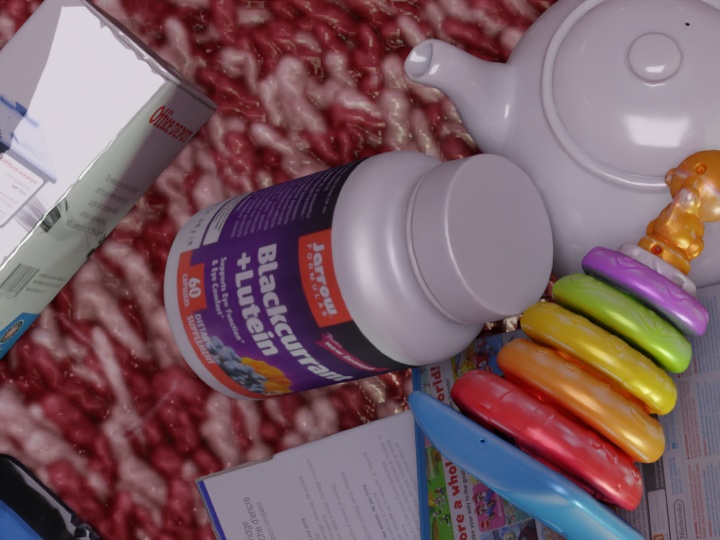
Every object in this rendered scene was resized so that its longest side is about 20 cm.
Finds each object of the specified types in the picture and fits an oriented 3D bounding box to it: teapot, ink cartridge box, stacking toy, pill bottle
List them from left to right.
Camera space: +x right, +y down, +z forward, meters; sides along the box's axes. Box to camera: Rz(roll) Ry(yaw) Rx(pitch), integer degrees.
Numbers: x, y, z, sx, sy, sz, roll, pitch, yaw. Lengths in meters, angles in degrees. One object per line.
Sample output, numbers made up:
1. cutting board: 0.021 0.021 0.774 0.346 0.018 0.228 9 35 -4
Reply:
1. ink cartridge box: -0.181 -0.046 1.337 0.086 0.146 0.200 40 92 7
2. pill bottle: 0.000 0.000 1.290 0.199 0.111 0.112 -15 86 43
3. ink cartridge box: 0.036 0.173 1.304 0.199 0.047 0.199 -17 70 -16
4. stacking toy: 0.126 0.028 1.210 0.116 0.110 0.201 29 85 36
5. teapot: 0.160 -0.082 1.286 0.200 0.146 0.198 -39 70 -9

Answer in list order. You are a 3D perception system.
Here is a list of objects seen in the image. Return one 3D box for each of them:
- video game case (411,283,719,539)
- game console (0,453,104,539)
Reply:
1. video game case: 0.122 0.089 1.266 0.199 0.018 0.144 -13 63 21
2. game console: -0.208 0.230 1.350 0.119 0.172 0.200 39 93 -21
